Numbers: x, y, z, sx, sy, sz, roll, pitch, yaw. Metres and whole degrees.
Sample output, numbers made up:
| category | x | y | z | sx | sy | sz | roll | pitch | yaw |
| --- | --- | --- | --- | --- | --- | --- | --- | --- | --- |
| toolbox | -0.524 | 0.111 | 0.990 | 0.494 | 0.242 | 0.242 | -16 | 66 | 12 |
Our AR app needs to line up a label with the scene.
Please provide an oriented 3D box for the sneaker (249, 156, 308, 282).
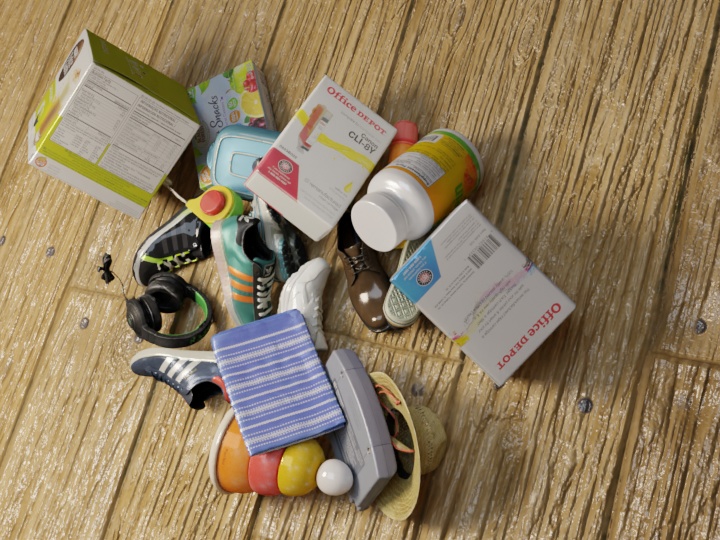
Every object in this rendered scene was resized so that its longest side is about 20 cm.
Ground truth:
| category | x | y | z | sx | sy | sz | roll | pitch | yaw |
| --- | --- | --- | --- | --- | --- | --- | --- | --- | --- |
| sneaker | -0.152 | -0.075 | 1.583 | 0.086 | 0.077 | 0.202 | -10 | 91 | 32 |

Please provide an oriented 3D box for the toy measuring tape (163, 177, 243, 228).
| category | x | y | z | sx | sy | sz | roll | pitch | yaw |
| --- | --- | --- | --- | --- | --- | --- | --- | --- | --- |
| toy measuring tape | -0.246 | -0.119 | 1.621 | 0.200 | 0.074 | 0.074 | 39 | 88 | 33 |

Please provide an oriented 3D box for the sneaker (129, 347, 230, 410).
| category | x | y | z | sx | sy | sz | roll | pitch | yaw |
| --- | --- | --- | --- | --- | --- | --- | --- | --- | --- |
| sneaker | -0.277 | 0.172 | 1.570 | 0.199 | 0.075 | 0.085 | -1 | 65 | 23 |

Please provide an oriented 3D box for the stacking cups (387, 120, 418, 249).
| category | x | y | z | sx | sy | sz | roll | pitch | yaw |
| --- | --- | --- | --- | --- | --- | --- | --- | --- | --- |
| stacking cups | 0.060 | -0.137 | 1.551 | 0.060 | 0.060 | 0.201 | -3 | 69 | 22 |

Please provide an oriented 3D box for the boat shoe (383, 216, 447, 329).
| category | x | y | z | sx | sy | sz | roll | pitch | yaw |
| --- | --- | --- | --- | --- | --- | --- | --- | --- | --- |
| boat shoe | 0.088 | 0.002 | 1.484 | 0.074 | 0.062 | 0.201 | 25 | 65 | 5 |

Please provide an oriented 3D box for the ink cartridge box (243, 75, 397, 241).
| category | x | y | z | sx | sy | sz | roll | pitch | yaw |
| --- | --- | --- | --- | --- | --- | --- | --- | --- | --- |
| ink cartridge box | -0.058 | -0.171 | 1.530 | 0.145 | 0.083 | 0.201 | 36 | 67 | -8 |

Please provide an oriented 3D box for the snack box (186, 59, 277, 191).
| category | x | y | z | sx | sy | sz | roll | pitch | yaw |
| --- | --- | --- | --- | --- | --- | --- | --- | --- | --- |
| snack box | -0.217 | -0.240 | 1.717 | 0.141 | 0.053 | 0.201 | -22 | 63 | 16 |

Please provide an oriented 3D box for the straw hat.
| category | x | y | z | sx | sy | sz | roll | pitch | yaw |
| --- | --- | --- | --- | --- | --- | --- | --- | --- | --- |
| straw hat | 0.072 | 0.234 | 1.387 | 0.085 | 0.201 | 0.202 | -6 | 59 | -26 |

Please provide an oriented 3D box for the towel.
| category | x | y | z | sx | sy | sz | roll | pitch | yaw |
| --- | --- | --- | --- | --- | --- | --- | --- | --- | --- |
| towel | -0.119 | 0.153 | 1.425 | 0.144 | 0.024 | 0.201 | -16 | 58 | -14 |

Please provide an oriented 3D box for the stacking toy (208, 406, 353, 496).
| category | x | y | z | sx | sy | sz | roll | pitch | yaw |
| --- | --- | --- | --- | --- | --- | --- | --- | --- | --- |
| stacking toy | -0.100 | 0.273 | 1.418 | 0.199 | 0.146 | 0.147 | 17 | 78 | 25 |

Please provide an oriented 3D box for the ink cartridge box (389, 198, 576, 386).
| category | x | y | z | sx | sy | sz | roll | pitch | yaw |
| --- | --- | --- | --- | --- | --- | --- | --- | --- | --- |
| ink cartridge box | 0.159 | 0.029 | 1.354 | 0.200 | 0.146 | 0.147 | 44 | 91 | 1 |

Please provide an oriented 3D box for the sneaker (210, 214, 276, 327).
| category | x | y | z | sx | sy | sz | roll | pitch | yaw |
| --- | --- | --- | --- | --- | --- | --- | --- | --- | --- |
| sneaker | -0.164 | 0.013 | 1.538 | 0.079 | 0.071 | 0.201 | -9 | 106 | 26 |

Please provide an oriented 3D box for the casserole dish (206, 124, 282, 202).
| category | x | y | z | sx | sy | sz | roll | pitch | yaw |
| --- | --- | --- | --- | --- | --- | --- | --- | --- | --- |
| casserole dish | -0.160 | -0.165 | 1.625 | 0.199 | 0.039 | 0.122 | 13 | 102 | 9 |

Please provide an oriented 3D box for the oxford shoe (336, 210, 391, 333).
| category | x | y | z | sx | sy | sz | roll | pitch | yaw |
| --- | --- | --- | --- | --- | --- | --- | --- | --- | --- |
| oxford shoe | 0.000 | 0.000 | 1.514 | 0.072 | 0.084 | 0.201 | -24 | 64 | 11 |

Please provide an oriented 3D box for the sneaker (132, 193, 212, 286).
| category | x | y | z | sx | sy | sz | roll | pitch | yaw |
| --- | --- | --- | --- | --- | --- | --- | --- | --- | --- |
| sneaker | -0.292 | -0.041 | 1.662 | 0.200 | 0.072 | 0.083 | -47 | 61 | 0 |

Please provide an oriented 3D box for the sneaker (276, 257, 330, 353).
| category | x | y | z | sx | sy | sz | roll | pitch | yaw |
| --- | --- | --- | --- | --- | --- | --- | --- | --- | --- |
| sneaker | -0.082 | 0.081 | 1.531 | 0.099 | 0.078 | 0.201 | 25 | 89 | 21 |

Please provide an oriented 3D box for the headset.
| category | x | y | z | sx | sy | sz | roll | pitch | yaw |
| --- | --- | --- | --- | --- | --- | --- | --- | --- | --- |
| headset | -0.329 | 0.044 | 1.607 | 0.199 | 0.094 | 0.124 | 25 | 45 | 14 |

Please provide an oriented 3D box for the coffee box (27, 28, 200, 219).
| category | x | y | z | sx | sy | sz | roll | pitch | yaw |
| --- | --- | --- | --- | --- | --- | --- | --- | --- | --- |
| coffee box | -0.407 | -0.242 | 1.653 | 0.198 | 0.199 | 0.200 | -54 | 30 | 14 |

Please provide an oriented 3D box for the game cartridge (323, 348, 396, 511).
| category | x | y | z | sx | sy | sz | roll | pitch | yaw |
| --- | --- | --- | --- | --- | --- | --- | --- | --- | --- |
| game cartridge | -0.008 | 0.218 | 1.410 | 0.040 | 0.134 | 0.201 | -8 | 59 | -23 |

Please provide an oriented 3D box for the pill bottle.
| category | x | y | z | sx | sy | sz | roll | pitch | yaw |
| --- | --- | --- | --- | --- | --- | --- | --- | --- | --- |
| pill bottle | 0.080 | -0.113 | 1.457 | 0.111 | 0.112 | 0.200 | 27 | 49 | 29 |
